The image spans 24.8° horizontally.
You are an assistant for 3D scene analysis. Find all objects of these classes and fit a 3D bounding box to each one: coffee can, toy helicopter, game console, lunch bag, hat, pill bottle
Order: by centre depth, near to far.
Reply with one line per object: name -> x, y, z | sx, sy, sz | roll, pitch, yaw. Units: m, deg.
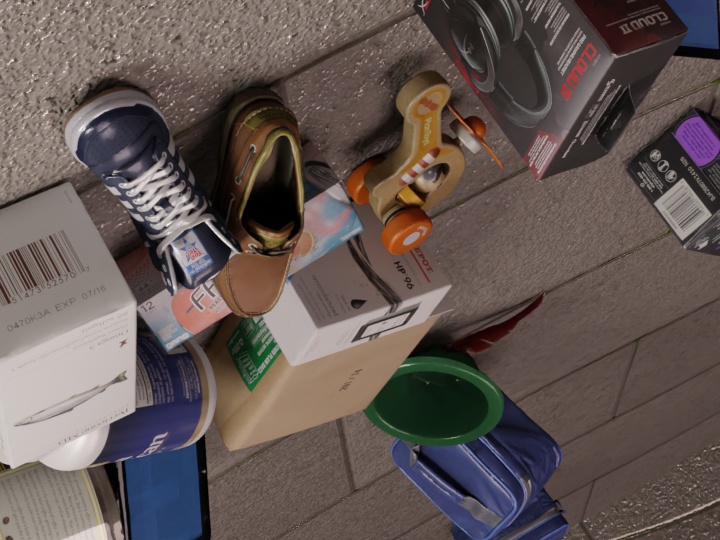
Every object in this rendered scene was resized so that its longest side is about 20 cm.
toy helicopter -> 0.062, -0.109, 1.415 | 0.132, 0.079, 0.200 | -28, 155, -14
pill bottle -> -0.233, 0.116, 1.441 | 0.200, 0.111, 0.111 | -6, 147, -49
coffee can -> -0.334, 0.236, 1.496 | 0.199, 0.147, 0.147 | -18, 155, -24
game console -> -0.203, 0.253, 1.660 | 0.118, 0.172, 0.201 | -7, 116, -11
hat -> 0.102, 0.102, 2.014 | 0.199, 0.177, 0.166 | 22, 135, -19
lunch bag -> 0.138, 0.236, 2.101 | 0.132, 0.200, 0.136 | -40, 168, -42
lunch bag -> 0.276, 0.465, 2.897 | 0.199, 0.133, 0.136 | -28, 159, -10

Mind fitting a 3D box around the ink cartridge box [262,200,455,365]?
ink cartridge box -> 0.000, 0.000, 1.508 | 0.199, 0.116, 0.068 | -17, 156, -36

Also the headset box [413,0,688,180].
headset box -> 0.139, -0.177, 1.197 | 0.077, 0.200, 0.149 | -21, 157, -29

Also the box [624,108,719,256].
box -> 0.406, -0.094, 1.863 | 0.106, 0.123, 0.200 | -42, 157, 22

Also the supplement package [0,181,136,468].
supplement package -> -0.247, 0.047, 1.260 | 0.117, 0.118, 0.200 | -25, 158, -19

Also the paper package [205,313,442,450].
paper package -> -0.044, 0.071, 1.621 | 0.190, 0.104, 0.200 | -15, 154, -38

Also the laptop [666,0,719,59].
laptop -> 0.291, -0.279, 1.322 | 0.177, 0.104, 0.200 | -6, 146, -51

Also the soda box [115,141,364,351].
soda box -> -0.102, -0.020, 1.365 | 0.200, 0.068, 0.064 | -32, 134, -2

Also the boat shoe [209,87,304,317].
boat shoe -> -0.081, -0.038, 1.273 | 0.072, 0.068, 0.201 | -12, 127, -20

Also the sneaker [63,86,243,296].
sneaker -> -0.147, -0.052, 1.196 | 0.070, 0.109, 0.200 | -32, 159, -2
